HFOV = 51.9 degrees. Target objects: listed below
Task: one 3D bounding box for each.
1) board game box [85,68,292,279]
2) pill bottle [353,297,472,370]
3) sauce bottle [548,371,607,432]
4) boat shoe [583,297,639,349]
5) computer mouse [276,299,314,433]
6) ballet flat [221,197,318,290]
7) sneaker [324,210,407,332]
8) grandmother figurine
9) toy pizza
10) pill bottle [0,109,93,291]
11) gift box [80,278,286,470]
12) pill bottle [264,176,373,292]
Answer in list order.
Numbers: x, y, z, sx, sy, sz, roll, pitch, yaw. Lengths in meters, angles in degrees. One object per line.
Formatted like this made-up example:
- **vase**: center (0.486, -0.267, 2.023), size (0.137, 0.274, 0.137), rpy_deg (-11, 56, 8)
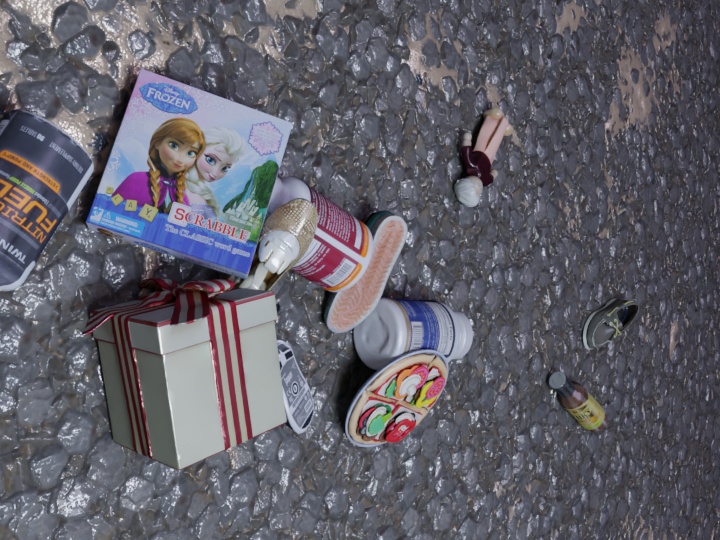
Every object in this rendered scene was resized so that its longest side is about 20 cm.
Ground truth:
- **board game box**: center (-0.202, -0.116, 0.897), size (0.196, 0.041, 0.204), rpy_deg (17, 76, -10)
- **pill bottle**: center (0.092, 0.103, 1.205), size (0.197, 0.110, 0.114), rpy_deg (6, 86, -44)
- **sauce bottle**: center (0.471, 0.284, 1.612), size (0.199, 0.064, 0.066), rpy_deg (41, 63, -34)
- **boat shoe**: center (0.584, 0.122, 1.722), size (0.200, 0.060, 0.073), rpy_deg (-32, 112, -40)
- **computer mouse**: center (-0.121, 0.141, 1.035), size (0.110, 0.043, 0.204), rpy_deg (-53, 129, -57)
- **ballet flat**: center (-0.120, -0.006, 0.945), size (0.070, 0.201, 0.066), rpy_deg (30, 30, -18)
- **sneaker**: center (0.000, 0.000, 1.148), size (0.071, 0.080, 0.202), rpy_deg (31, 90, -28)
- **grandmother figurine**: center (0.224, -0.207, 1.372), size (0.121, 0.060, 0.203), rpy_deg (38, 62, -28)
- **toy pizza**: center (0.064, 0.208, 1.160), size (0.197, 0.032, 0.203), rpy_deg (-24, 138, -23)
- **pill bottle**: center (-0.368, -0.054, 0.757), size (0.106, 0.105, 0.203), rpy_deg (40, 64, -36)
- **gift box**: center (-0.207, 0.106, 0.863), size (0.198, 0.182, 0.191), rpy_deg (-15, 102, -49)
- **pill bottle**: center (-0.082, -0.058, 1.032), size (0.199, 0.112, 0.115), rpy_deg (32, 69, -40)
